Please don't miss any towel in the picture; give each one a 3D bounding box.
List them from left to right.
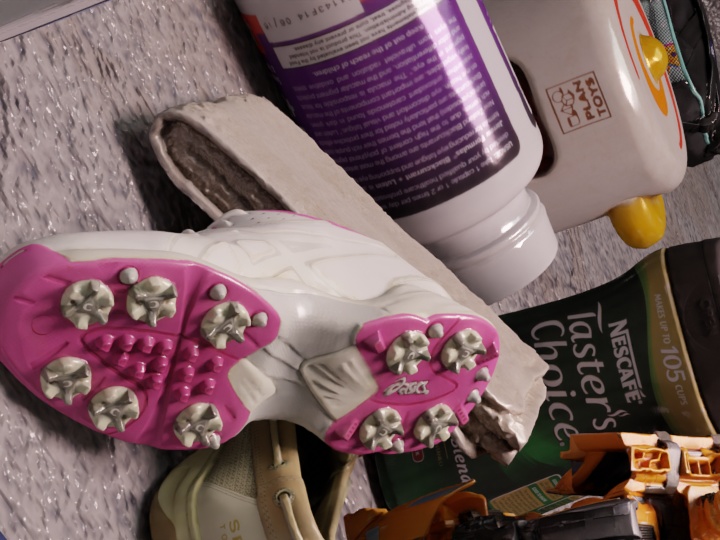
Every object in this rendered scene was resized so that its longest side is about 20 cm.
[{"bbox_3d":[0.000,0.000,0.818,0.200,0.034,0.133,44,12,2],"label":"towel"}]

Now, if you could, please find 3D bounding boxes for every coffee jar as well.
[{"bbox_3d":[0.106,0.058,0.913,0.085,0.200,0.104,39,35,-58],"label":"coffee jar"}]

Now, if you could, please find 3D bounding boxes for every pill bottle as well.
[{"bbox_3d":[0.025,-0.082,0.966,0.200,0.111,0.111,64,19,-20],"label":"pill bottle"}]

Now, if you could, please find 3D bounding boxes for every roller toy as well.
[{"bbox_3d":[0.144,-0.124,1.313,0.182,0.140,0.200,46,30,-51],"label":"roller toy"}]

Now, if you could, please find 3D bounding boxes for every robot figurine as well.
[{"bbox_3d":[0.082,0.106,0.762,0.145,0.200,0.058,7,69,-35],"label":"robot figurine"}]

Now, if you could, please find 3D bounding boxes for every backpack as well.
[{"bbox_3d":[0.211,-0.189,1.552,0.176,0.153,0.200,30,53,-67],"label":"backpack"}]

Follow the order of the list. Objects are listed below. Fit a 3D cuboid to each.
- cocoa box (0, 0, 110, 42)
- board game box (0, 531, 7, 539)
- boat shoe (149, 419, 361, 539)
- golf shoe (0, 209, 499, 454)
[{"bbox_3d":[-0.078,-0.159,0.602,0.131,0.200,0.133,-48,118,-70],"label":"cocoa box"},{"bbox_3d":[-0.117,0.120,0.425,0.200,0.062,0.200,64,19,-15],"label":"board game box"},{"bbox_3d":[-0.023,0.067,0.748,0.073,0.063,0.201,67,18,-12],"label":"boat shoe"},{"bbox_3d":[-0.048,0.015,0.676,0.200,0.075,0.092,12,28,-36],"label":"golf shoe"}]
